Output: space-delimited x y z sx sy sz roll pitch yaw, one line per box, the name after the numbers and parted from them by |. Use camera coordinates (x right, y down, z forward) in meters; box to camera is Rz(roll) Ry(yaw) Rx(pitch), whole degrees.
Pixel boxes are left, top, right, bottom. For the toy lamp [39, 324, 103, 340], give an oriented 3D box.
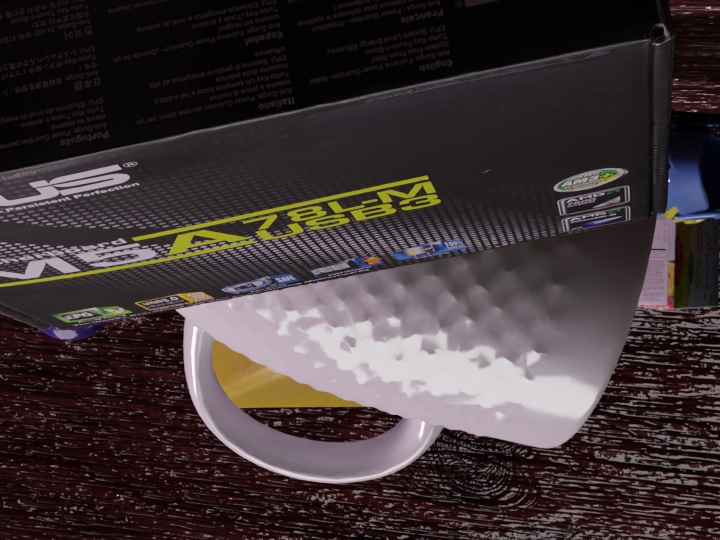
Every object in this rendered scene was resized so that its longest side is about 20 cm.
-0.143 -0.038 1.027 0.058 0.059 0.200 2 146 -19 | toy lamp

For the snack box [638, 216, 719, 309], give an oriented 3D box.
0.315 -0.034 1.921 0.053 0.143 0.200 2 180 22 | snack box

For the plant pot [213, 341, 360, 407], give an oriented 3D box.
0.015 -0.019 1.253 0.199 0.201 0.176 2 170 -30 | plant pot

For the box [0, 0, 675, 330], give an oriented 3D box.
-0.020 -0.033 0.497 0.199 0.048 0.193 -11 171 6 | box

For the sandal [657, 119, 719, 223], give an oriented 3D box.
0.180 -0.063 1.188 0.199 0.080 0.087 -8 -176 -36 | sandal

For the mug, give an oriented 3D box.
0.000 0.000 0.763 0.174 0.201 0.148 14 -150 -10 | mug
